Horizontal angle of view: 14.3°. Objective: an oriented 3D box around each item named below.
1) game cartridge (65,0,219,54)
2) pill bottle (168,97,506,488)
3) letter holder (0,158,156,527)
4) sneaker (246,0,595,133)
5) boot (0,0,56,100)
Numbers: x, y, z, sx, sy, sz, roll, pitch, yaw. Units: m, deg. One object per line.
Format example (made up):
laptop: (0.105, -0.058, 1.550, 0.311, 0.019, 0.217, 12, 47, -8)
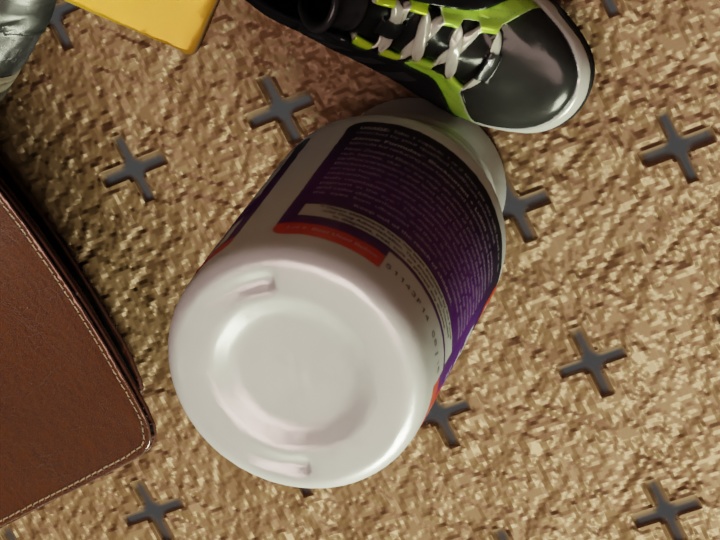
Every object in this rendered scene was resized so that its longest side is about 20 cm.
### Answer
game cartridge: (-0.109, -0.214, 1.184, 0.176, 0.032, 0.200, 24, 103, -5)
pill bottle: (0.000, 0.000, 1.234, 0.111, 0.200, 0.112, 7, 117, 15)
letter holder: (-0.178, 0.004, 1.347, 0.142, 0.101, 0.200, -28, 104, 30)
sneaker: (0.004, -0.110, 1.248, 0.200, 0.083, 0.072, 28, 120, 3)
boot: (-0.201, -0.183, 1.285, 0.200, 0.073, 0.151, 41, 121, -8)
